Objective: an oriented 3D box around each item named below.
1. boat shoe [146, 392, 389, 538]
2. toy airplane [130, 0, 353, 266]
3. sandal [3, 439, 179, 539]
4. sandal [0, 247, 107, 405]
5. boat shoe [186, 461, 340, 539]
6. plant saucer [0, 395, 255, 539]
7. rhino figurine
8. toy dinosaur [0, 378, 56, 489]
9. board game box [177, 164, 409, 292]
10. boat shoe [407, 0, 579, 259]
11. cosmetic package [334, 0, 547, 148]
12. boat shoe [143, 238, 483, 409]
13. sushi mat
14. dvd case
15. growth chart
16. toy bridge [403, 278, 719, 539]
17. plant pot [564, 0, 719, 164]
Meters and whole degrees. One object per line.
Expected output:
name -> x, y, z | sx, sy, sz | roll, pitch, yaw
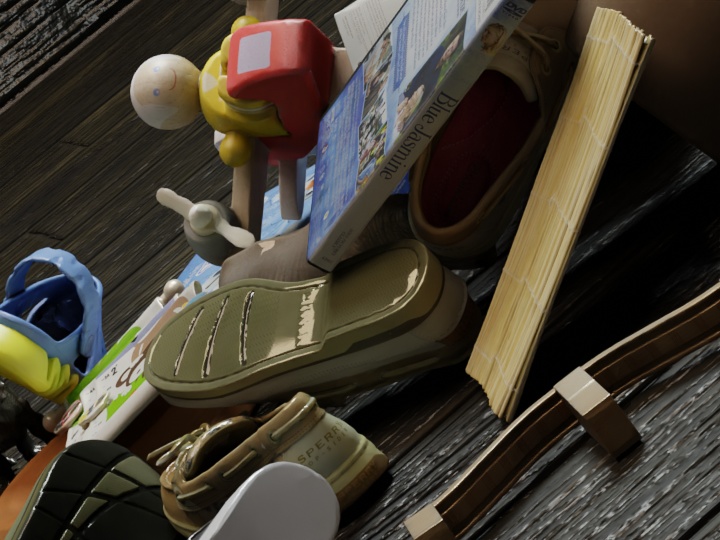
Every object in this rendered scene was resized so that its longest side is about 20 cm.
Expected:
boat shoe -> -0.055, 0.095, 1.551 | 0.073, 0.063, 0.200 | -46, 15, -28
toy airplane -> -0.069, -0.100, 1.791 | 0.200, 0.141, 0.199 | -101, 19, -56
sandal -> -0.162, 0.161, 1.593 | 0.057, 0.080, 0.201 | -44, 6, 42
sandal -> -0.185, 0.041, 1.906 | 0.087, 0.079, 0.200 | -64, -11, -6
boat shoe -> -0.084, 0.167, 1.393 | 0.200, 0.070, 0.066 | -52, 2, -37
plant saucer -> -0.148, 0.114, 1.787 | 0.200, 0.037, 0.200 | -35, 14, 10
rhino figurine -> 0.000, 0.000, 1.671 | 0.200, 0.087, 0.060 | -27, 18, 37
toy dinosaur -> -0.250, 0.093, 1.975 | 0.077, 0.102, 0.200 | -39, 14, -7
board game box -> -0.045, -0.010, 1.917 | 0.199, 0.043, 0.200 | -29, 16, 34
boat shoe -> 0.079, -0.101, 1.568 | 0.069, 0.074, 0.200 | 14, -84, -80
cosmetic package -> 0.103, -0.141, 1.716 | 0.151, 0.052, 0.200 | -29, -24, 25
boat shoe -> -0.026, 0.043, 1.594 | 0.200, 0.068, 0.075 | -14, 48, 37
sushi mat -> 0.095, -0.029, 1.454 | 0.096, 0.012, 0.200 | -115, 44, -75
dvd case -> 0.032, -0.109, 1.564 | 0.200, 0.018, 0.143 | -53, 18, 30
growth chart -> -0.135, 0.063, 1.756 | 0.145, 0.018, 0.200 | -48, 11, 4
toy bridge -> 0.104, 0.061, 1.329 | 0.200, 0.027, 0.067 | -38, 12, -1
plant pot -> 0.195, -0.153, 1.521 | 0.175, 0.200, 0.200 | -53, 12, 7
